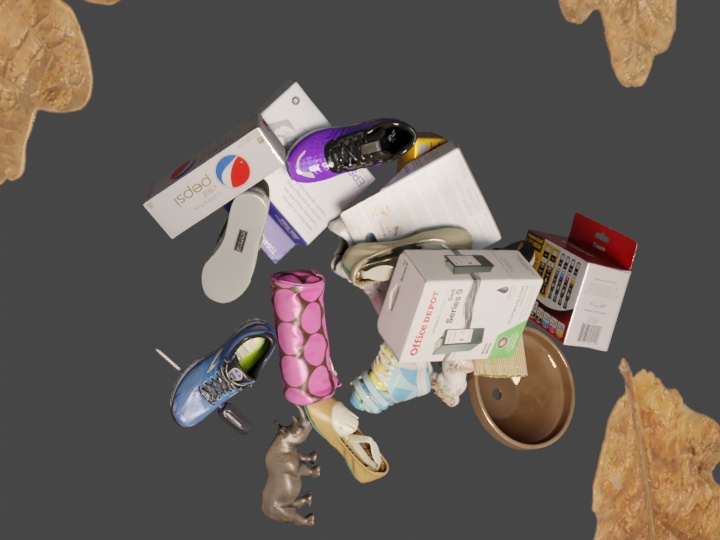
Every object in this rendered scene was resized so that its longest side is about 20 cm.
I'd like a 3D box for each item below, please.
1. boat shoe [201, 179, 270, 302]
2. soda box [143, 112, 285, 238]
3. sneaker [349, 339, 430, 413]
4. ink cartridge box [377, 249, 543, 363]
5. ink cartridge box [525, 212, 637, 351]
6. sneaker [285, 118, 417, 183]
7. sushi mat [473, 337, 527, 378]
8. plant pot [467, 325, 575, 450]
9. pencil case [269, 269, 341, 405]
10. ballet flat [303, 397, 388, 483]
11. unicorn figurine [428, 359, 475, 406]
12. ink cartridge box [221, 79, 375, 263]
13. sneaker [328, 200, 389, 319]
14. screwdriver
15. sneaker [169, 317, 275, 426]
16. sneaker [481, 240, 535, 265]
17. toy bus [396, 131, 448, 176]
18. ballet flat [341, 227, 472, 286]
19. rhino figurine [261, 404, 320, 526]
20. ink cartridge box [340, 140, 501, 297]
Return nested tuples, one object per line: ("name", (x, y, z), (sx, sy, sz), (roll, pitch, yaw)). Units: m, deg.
("boat shoe", (-0.173, -0.041, 1.470), (0.070, 0.064, 0.201), (24, 121, -6))
("soda box", (-0.202, -0.132, 1.407), (0.199, 0.064, 0.068), (-31, 116, 13))
("sneaker", (0.036, 0.157, 1.573), (0.130, 0.080, 0.201), (-25, 140, -7))
("ink cartridge box", (0.141, 0.051, 1.453), (0.198, 0.084, 0.147), (-1, 125, -26))
("ink cartridge box", (0.331, 0.006, 1.598), (0.083, 0.200, 0.177), (10, 103, -21))
("sneaker", (-0.007, -0.175, 1.433), (0.199, 0.099, 0.070), (-21, 106, -20))
("sushi mat", (0.214, 0.072, 1.621), (0.095, 0.012, 0.202), (2, 72, -22))
("plant pot", (0.248, 0.198, 1.664), (0.199, 0.093, 0.203), (9, 70, -26))
("pencil case", (-0.083, 0.097, 1.538), (0.093, 0.091, 0.202), (-10, 107, -16))
("ballet flat", (-0.016, 0.261, 1.621), (0.063, 0.069, 0.201), (-14, 125, 32))
("unicorn figurine", (0.140, 0.138, 1.581), (0.073, 0.138, 0.201), (-23, 136, -7))
("ink cartridge box", (-0.110, -0.139, 1.482), (0.200, 0.041, 0.200), (-44, 115, -3))
("sneaker", (0.000, 0.000, 1.541), (0.086, 0.075, 0.202), (-26, 110, -19))
("screwdriver", (-0.236, 0.182, 1.543), (0.029, 0.028, 0.200), (-29, 115, 23))
("sneaker", (-0.203, 0.152, 1.498), (0.200, 0.089, 0.079), (-47, 106, -9))
("sneaker", (0.195, -0.009, 1.581), (0.200, 0.070, 0.091), (-37, 110, -27))
("toy bus", (0.096, -0.108, 1.553), (0.077, 0.065, 0.202), (-2, 107, -19))
("ballet flat", (0.073, -0.015, 1.470), (0.198, 0.070, 0.070), (-11, 110, -5))
("rhino figurine", (-0.110, 0.309, 1.607), (0.086, 0.060, 0.202), (3, 102, -16))
("ink cartridge box", (0.089, -0.075, 1.509), (0.199, 0.057, 0.163), (-27, 113, 7))
